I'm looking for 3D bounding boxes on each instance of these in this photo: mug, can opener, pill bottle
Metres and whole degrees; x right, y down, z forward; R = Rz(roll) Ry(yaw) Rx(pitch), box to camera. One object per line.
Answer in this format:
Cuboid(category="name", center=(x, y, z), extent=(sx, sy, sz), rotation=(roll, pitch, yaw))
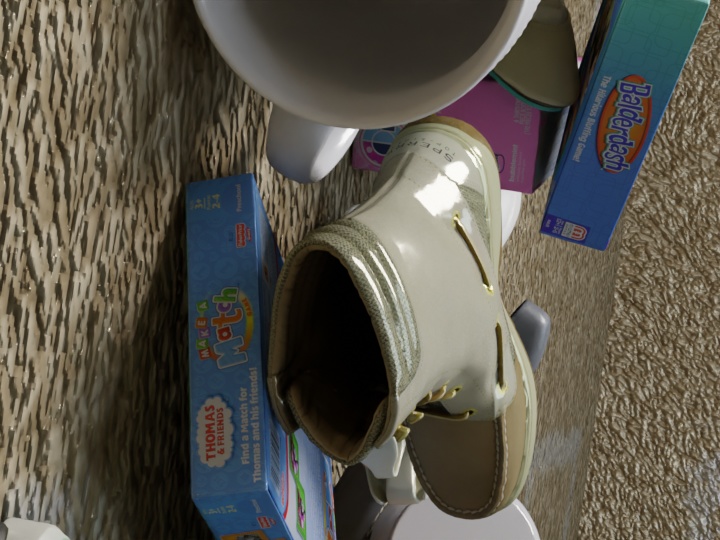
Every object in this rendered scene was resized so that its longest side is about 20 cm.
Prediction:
Cuboid(category="mug", center=(0.007, -0.132, 0.743), extent=(0.175, 0.147, 0.201), rotation=(-54, 167, -68))
Cuboid(category="can opener", center=(0.039, 0.094, 1.002), extent=(0.200, 0.066, 0.053), rotation=(-55, 177, 25))
Cuboid(category="pill bottle", center=(0.060, 0.194, 1.094), extent=(0.200, 0.115, 0.117), rotation=(95, 6, -79))

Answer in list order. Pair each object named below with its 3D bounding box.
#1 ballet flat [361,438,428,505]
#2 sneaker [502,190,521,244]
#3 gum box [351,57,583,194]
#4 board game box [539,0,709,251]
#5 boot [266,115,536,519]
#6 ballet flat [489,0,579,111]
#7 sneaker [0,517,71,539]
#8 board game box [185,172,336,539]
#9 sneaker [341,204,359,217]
Cuboid(category="ballet flat", center=(0.016, 0.088, 0.892), extent=(0.200, 0.068, 0.068), rotation=(56, 28, -55))
Cuboid(category="sneaker", center=(0.058, -0.037, 1.138), extent=(0.089, 0.075, 0.201), rotation=(61, 39, -49))
Cuboid(category="gum box", center=(0.077, -0.105, 1.068), extent=(0.200, 0.113, 0.067), rotation=(-37, 134, -70))
Cuboid(category="board game box", center=(0.158, -0.133, 0.946), extent=(0.201, 0.045, 0.153), rotation=(103, 4, -51))
Cuboid(category="boot", center=(0.020, 0.050, 0.729), extent=(0.155, 0.072, 0.201), rotation=(-47, 135, -57))
Cuboid(category="ballet flat", center=(0.079, -0.175, 0.975), extent=(0.070, 0.069, 0.200), rotation=(83, -18, -46))
Cuboid(category="sneaker", center=(-0.086, 0.163, 0.624), extent=(0.200, 0.088, 0.077), rotation=(78, 26, -60))
Cuboid(category="board game box", center=(-0.043, 0.074, 0.770), extent=(0.200, 0.036, 0.152), rotation=(73, 10, -58))
Cuboid(category="sneaker", center=(0.000, 0.000, 0.926), extent=(0.071, 0.073, 0.200), rotation=(60, -1, 12))
